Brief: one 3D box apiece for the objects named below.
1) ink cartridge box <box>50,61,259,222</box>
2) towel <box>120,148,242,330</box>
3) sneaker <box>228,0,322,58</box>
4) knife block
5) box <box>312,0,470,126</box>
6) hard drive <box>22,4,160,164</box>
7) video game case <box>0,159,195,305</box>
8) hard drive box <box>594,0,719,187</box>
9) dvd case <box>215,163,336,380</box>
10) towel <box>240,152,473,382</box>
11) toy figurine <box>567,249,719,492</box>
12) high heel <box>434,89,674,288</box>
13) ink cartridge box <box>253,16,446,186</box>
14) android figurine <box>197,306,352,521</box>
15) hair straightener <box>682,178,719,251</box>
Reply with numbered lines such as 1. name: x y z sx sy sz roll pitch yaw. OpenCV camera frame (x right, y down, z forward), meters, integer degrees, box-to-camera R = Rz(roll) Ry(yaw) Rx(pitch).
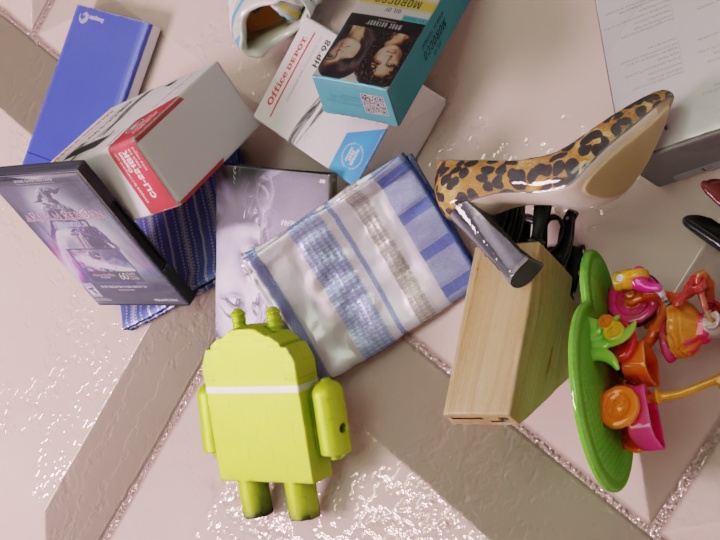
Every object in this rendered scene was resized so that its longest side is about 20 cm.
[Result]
1. ink cartridge box: -0.222 -0.119 1.445 0.199 0.084 0.145 -14 28 47
2. towel: -0.193 -0.038 1.508 0.199 0.024 0.147 -28 63 27
3. sneaker: -0.057 -0.296 1.434 0.200 0.076 0.081 -42 36 30
4. knife block: 0.126 0.015 1.181 0.063 0.199 0.178 -5 105 34
5. box: 0.037 -0.228 1.316 0.081 0.049 0.201 14 58 26
6. hard drive: -0.312 -0.198 1.631 0.131 0.025 0.203 20 90 37
7. video game case: -0.273 -0.034 1.442 0.141 0.201 0.019 0 50 38
8. hard drive box: 0.284 -0.193 1.175 0.154 0.076 0.203 -17 69 31
9. dvd case: -0.085 0.001 1.388 0.147 0.016 0.203 8 102 36
10. towel: 0.000 0.000 1.318 0.199 0.024 0.148 -32 90 18
11. toy figurine: 0.270 0.062 1.098 0.182 0.150 0.203 -11 58 25
12. high heel: 0.150 -0.101 1.158 0.200 0.071 0.143 -46 53 9
13. ink cartridge box: -0.026 -0.167 1.394 0.199 0.066 0.117 35 100 35
14. android figurine: -0.088 0.135 1.344 0.180 0.041 0.203 -7 94 39
15. hair straightener: 0.332 0.014 1.124 0.200 0.041 0.078 44 126 29
